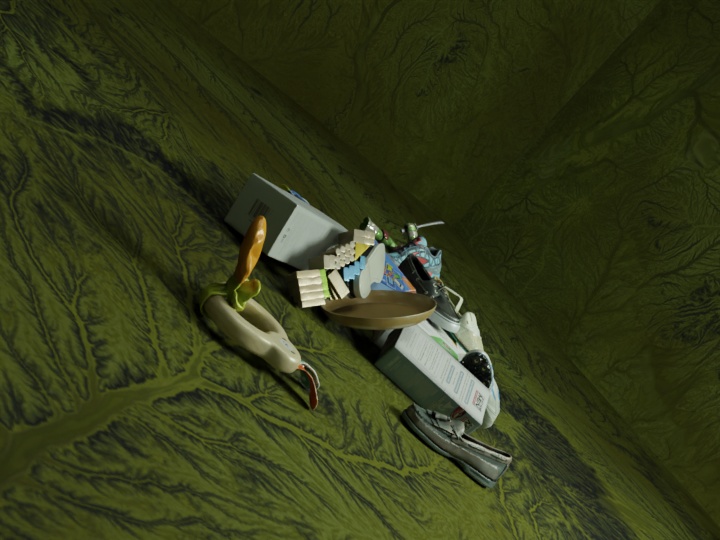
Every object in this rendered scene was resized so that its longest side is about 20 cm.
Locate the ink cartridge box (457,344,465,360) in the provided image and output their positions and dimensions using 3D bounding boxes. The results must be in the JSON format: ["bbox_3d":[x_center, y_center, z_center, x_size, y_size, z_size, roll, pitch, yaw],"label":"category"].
[{"bbox_3d":[0.148,0.113,1.853,0.177,0.045,0.200,59,16,19],"label":"ink cartridge box"}]

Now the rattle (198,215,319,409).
[{"bbox_3d":[-0.092,0.055,1.081,0.199,0.143,0.130,38,-8,7],"label":"rattle"}]

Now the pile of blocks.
[{"bbox_3d":[-0.051,0.002,1.437,0.062,0.200,0.083,-12,-69,52],"label":"pile of blocks"}]

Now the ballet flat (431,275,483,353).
[{"bbox_3d":[0.184,0.087,1.665,0.200,0.062,0.067,50,15,29],"label":"ballet flat"}]

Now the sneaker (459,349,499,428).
[{"bbox_3d":[0.215,0.206,1.567,0.201,0.071,0.073,77,25,-44],"label":"sneaker"}]

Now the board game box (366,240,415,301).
[{"bbox_3d":[0.015,-0.010,1.653,0.102,0.020,0.200,-7,38,-27],"label":"board game box"}]

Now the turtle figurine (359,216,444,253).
[{"bbox_3d":[0.070,-0.046,1.985,0.193,0.144,0.201,28,49,-17],"label":"turtle figurine"}]

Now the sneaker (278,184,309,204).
[{"bbox_3d":[-0.114,-0.098,1.718,0.082,0.074,0.200,36,14,-42],"label":"sneaker"}]

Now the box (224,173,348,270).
[{"bbox_3d":[-0.115,-0.070,1.487,0.124,0.098,0.200,36,6,34],"label":"box"}]

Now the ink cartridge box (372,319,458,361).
[{"bbox_3d":[0.105,0.126,1.624,0.145,0.084,0.200,42,11,-4],"label":"ink cartridge box"}]

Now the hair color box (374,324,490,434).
[{"bbox_3d":[0.125,0.184,1.472,0.200,0.061,0.099,42,33,-6],"label":"hair color box"}]

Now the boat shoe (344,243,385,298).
[{"bbox_3d":[0.000,0.000,1.551,0.060,0.075,0.200,2,22,16],"label":"boat shoe"}]

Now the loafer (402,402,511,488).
[{"bbox_3d":[0.153,0.261,1.350,0.200,0.063,0.072,40,11,-19],"label":"loafer"}]

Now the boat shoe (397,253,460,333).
[{"bbox_3d":[0.130,0.040,1.639,0.068,0.057,0.200,15,24,-44],"label":"boat shoe"}]

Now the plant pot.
[{"bbox_3d":[0.030,0.067,1.462,0.198,0.028,0.200,0,11,0],"label":"plant pot"}]

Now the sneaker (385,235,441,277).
[{"bbox_3d":[0.097,-0.032,1.802,0.079,0.096,0.199,21,6,42],"label":"sneaker"}]
